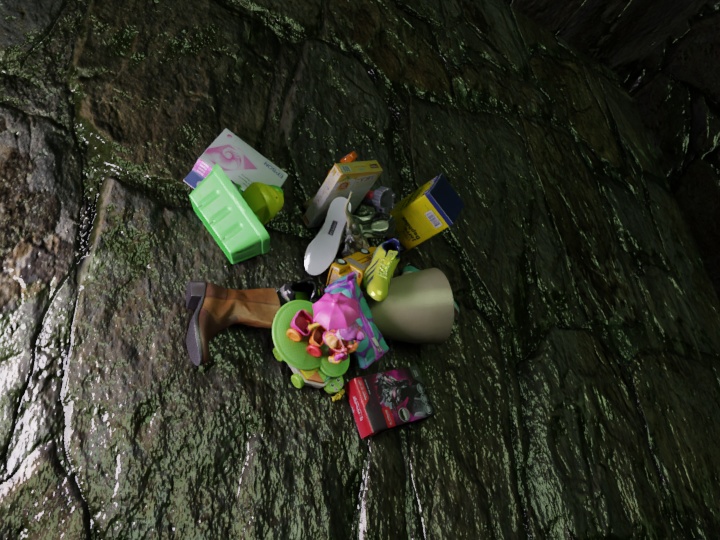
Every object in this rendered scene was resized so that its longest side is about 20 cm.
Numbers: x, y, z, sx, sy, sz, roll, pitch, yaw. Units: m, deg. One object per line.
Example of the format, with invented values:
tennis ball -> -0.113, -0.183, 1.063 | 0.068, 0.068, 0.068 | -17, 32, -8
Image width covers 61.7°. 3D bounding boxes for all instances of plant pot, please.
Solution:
plant pot -> 0.096, 0.092, 1.456 | 0.196, 0.188, 0.190 | -2, 61, -21

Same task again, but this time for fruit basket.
fruit basket -> -0.251, -0.140, 1.348 | 0.211, 0.156, 0.220 | 2, 76, -9

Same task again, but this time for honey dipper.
honey dipper -> 0.010, -0.091, 1.602 | 0.038, 0.038, 0.201 | 42, 43, -4

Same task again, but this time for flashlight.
flashlight -> 0.027, -0.202, 1.585 | 0.068, 0.199, 0.068 | -43, 115, -12

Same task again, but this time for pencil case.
pencil case -> -0.007, 0.110, 1.346 | 0.084, 0.092, 0.203 | -27, 94, -32

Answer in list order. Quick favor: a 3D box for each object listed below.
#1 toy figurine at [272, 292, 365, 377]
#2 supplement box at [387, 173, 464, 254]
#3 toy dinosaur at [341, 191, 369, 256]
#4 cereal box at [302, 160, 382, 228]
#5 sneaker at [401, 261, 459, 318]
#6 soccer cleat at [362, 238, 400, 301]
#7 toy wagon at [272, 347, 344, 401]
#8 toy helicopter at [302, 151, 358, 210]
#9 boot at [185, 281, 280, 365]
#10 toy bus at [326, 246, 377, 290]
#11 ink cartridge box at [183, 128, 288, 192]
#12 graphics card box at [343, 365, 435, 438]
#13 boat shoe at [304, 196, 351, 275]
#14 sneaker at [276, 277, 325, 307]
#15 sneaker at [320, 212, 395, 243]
toy figurine -> -0.056, 0.123, 1.217 | 0.199, 0.183, 0.151 | 41, 53, -14
supplement box -> 0.163, -0.151, 1.633 | 0.110, 0.199, 0.109 | 48, 43, -12
toy dinosaur -> -0.020, -0.092, 1.433 | 0.046, 0.201, 0.090 | 6, 60, 15
cereal box -> -0.047, -0.190, 1.509 | 0.142, 0.200, 0.040 | -14, 64, -43
sneaker -> 0.193, 0.050, 1.619 | 0.199, 0.071, 0.081 | 39, 40, -15
soccer cleat -> 0.054, -0.007, 1.395 | 0.064, 0.084, 0.201 | 34, 33, -13
toy wagon -> -0.091, 0.189, 1.309 | 0.154, 0.039, 0.202 | -34, 89, -37
toy helicopter -> -0.079, -0.223, 1.585 | 0.200, 0.132, 0.079 | -42, 107, -22
boot -> -0.254, 0.112, 1.237 | 0.197, 0.069, 0.190 | 9, 43, -28
toy bus -> 0.000, 0.000, 1.483 | 0.078, 0.066, 0.199 | 30, 29, 22
ink cartridge box -> -0.295, -0.226, 1.460 | 0.195, 0.043, 0.202 | 36, 44, -12
graphics card box -> 0.069, 0.295, 1.367 | 0.197, 0.051, 0.127 | -2, 62, -39
boat shoe -> -0.073, -0.079, 1.470 | 0.070, 0.064, 0.203 | 26, 86, 6
sneaker -> -0.104, 0.064, 1.369 | 0.197, 0.087, 0.075 | 10, 55, -33
sneaker -> -0.013, -0.113, 1.563 | 0.196, 0.088, 0.079 | -1, 98, -19
